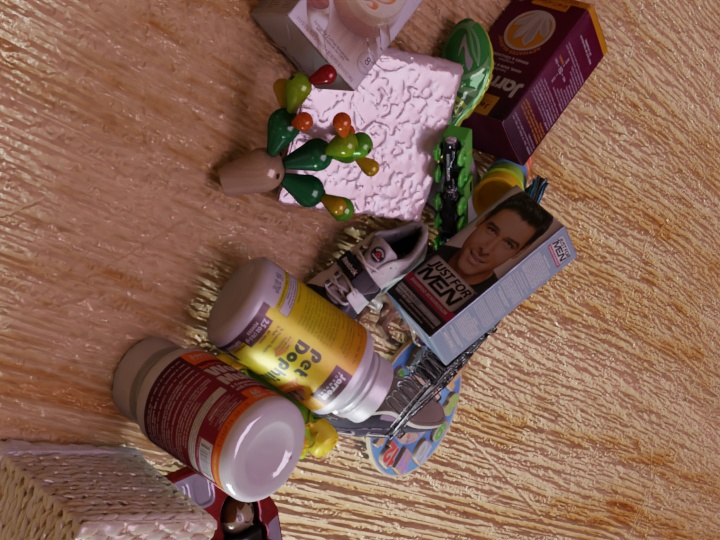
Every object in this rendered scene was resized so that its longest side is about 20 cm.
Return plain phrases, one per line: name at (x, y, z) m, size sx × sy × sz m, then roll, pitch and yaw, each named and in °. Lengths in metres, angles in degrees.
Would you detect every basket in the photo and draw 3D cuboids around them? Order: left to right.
basket at (-0.281, 0.293, 1.379) m, size 0.199 × 0.160 × 0.201 m, roll 12°, pitch 101°, yaw -50°

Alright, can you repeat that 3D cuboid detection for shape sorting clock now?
shape sorting clock at (0.075, 0.178, 1.838) m, size 0.199 × 0.039 × 0.203 m, roll -27°, pitch 128°, yaw -39°

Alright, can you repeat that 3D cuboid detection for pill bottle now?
pill bottle at (-0.158, 0.145, 1.411) m, size 0.109 × 0.199 × 0.111 m, roll -26°, pitch 128°, yaw -39°
pill bottle at (-0.061, 0.081, 1.506) m, size 0.199 × 0.109 × 0.110 m, roll 35°, pitch 80°, yaw -21°

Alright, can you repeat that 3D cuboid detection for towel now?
towel at (0.008, -0.157, 1.545) m, size 0.198 × 0.032 × 0.194 m, roll 7°, pitch 106°, yaw -33°
towel at (0.187, -0.042, 1.779) m, size 0.148 × 0.021 × 0.200 m, roll -64°, pitch -179°, yaw -5°

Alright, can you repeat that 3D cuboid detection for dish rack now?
dish rack at (0.092, 0.117, 1.679) m, size 0.154 × 0.054 × 0.200 m, roll -55°, pitch 170°, yaw 32°

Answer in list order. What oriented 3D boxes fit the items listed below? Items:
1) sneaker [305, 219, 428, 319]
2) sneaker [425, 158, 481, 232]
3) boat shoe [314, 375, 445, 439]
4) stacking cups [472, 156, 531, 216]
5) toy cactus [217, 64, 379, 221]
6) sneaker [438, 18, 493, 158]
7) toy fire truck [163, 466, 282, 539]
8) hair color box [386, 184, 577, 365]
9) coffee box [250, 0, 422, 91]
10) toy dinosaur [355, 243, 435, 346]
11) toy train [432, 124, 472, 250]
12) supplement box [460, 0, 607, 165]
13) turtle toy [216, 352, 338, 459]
sneaker at (0.000, 0.000, 1.599) m, size 0.199 × 0.074 × 0.089 m, roll -36°, pitch 162°, yaw -28°
sneaker at (0.122, -0.095, 1.742) m, size 0.100 × 0.074 × 0.202 m, roll -59°, pitch 146°, yaw -46°
boat shoe at (0.020, 0.176, 1.736) m, size 0.198 × 0.073 × 0.063 m, roll 10°, pitch 136°, yaw -39°
stacking cups at (0.184, -0.114, 1.735) m, size 0.200 × 0.060 × 0.061 m, roll -55°, pitch 154°, yaw -66°
toy cactus at (-0.069, -0.124, 1.445) m, size 0.163 × 0.103 × 0.201 m, roll -16°, pitch 146°, yaw 2°
sneaker at (0.092, -0.206, 1.627) m, size 0.083 × 0.074 × 0.202 m, roll 32°, pitch 84°, yaw -56°
toy fire truck at (-0.169, 0.296, 1.568) m, size 0.199 × 0.111 × 0.171 m, roll -18°, pitch 104°, yaw -45°
hair color box at (0.139, 0.003, 1.589) m, size 0.199 × 0.099 × 0.061 m, roll -39°, pitch 136°, yaw -6°
coffee box at (-0.003, -0.299, 1.435) m, size 0.114 × 0.079 × 0.201 m, roll 44°, pitch 73°, yaw -31°
toy dinosaur at (0.049, 0.018, 1.695) m, size 0.198 × 0.085 × 0.138 m, roll 5°, pitch 95°, yaw -33°
toy train at (0.110, -0.081, 1.620) m, size 0.057 × 0.041 × 0.202 m, roll -59°, pitch 155°, yaw -43°
supplement box at (0.200, -0.241, 1.708) m, size 0.201 × 0.110 × 0.086 m, roll -53°, pitch 140°, yaw -17°
turtle toy at (-0.105, 0.172, 1.555) m, size 0.101 × 0.146 × 0.199 m, roll -48°, pitch 160°, yaw 15°
